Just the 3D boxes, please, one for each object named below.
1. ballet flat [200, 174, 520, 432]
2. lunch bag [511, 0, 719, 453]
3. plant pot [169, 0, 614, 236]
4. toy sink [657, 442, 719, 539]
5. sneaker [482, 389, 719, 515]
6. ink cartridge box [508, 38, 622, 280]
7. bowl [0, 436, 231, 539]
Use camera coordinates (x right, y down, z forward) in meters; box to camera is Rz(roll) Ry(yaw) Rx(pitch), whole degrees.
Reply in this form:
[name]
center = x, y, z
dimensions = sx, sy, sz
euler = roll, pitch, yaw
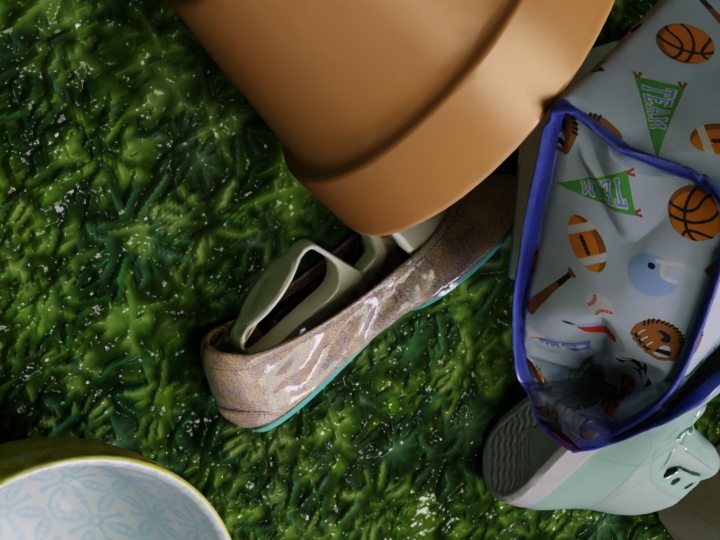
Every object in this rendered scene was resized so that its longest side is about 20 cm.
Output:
[ballet flat]
center = 0.000, 0.000, 1.317
dimensions = 0.200, 0.068, 0.067
euler = -41, 121, -13
[lunch bag]
center = 0.157, -0.023, 1.214
dimensions = 0.170, 0.124, 0.200
euler = -41, 156, -38
[plant pot]
center = 0.006, -0.136, 1.186
dimensions = 0.140, 0.200, 0.200
euler = 36, 89, -24
[toy sink]
center = 0.294, 0.190, 1.563
dimensions = 0.112, 0.130, 0.200
euler = -44, 128, -9
[sneaker]
center = 0.170, 0.071, 1.418
dimensions = 0.118, 0.074, 0.200
euler = 11, 144, -37
[ink cartridge box]
center = 0.163, -0.063, 1.369
dimensions = 0.200, 0.067, 0.116
euler = -21, 121, -50
[bowl]
center = -0.169, 0.159, 1.248
dimensions = 0.200, 0.108, 0.201
euler = -15, 119, -29
